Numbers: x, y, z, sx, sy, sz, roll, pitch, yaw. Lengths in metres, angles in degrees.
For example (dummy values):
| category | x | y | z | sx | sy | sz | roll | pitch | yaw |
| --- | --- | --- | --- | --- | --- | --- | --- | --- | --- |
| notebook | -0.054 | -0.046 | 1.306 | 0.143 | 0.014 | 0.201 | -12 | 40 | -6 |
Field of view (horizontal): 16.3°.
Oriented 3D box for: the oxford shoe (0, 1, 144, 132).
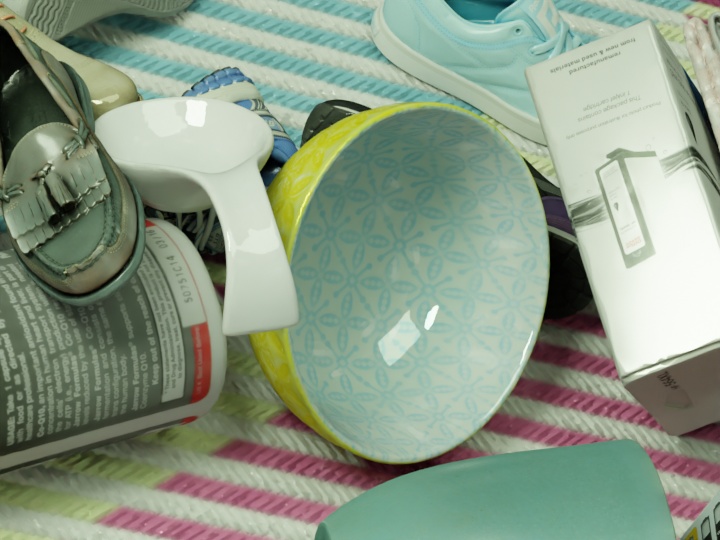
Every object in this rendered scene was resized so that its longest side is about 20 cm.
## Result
| category | x | y | z | sx | sy | sz | roll | pitch | yaw |
| --- | --- | --- | --- | --- | --- | --- | --- | --- | --- |
| oxford shoe | -0.214 | -0.122 | 1.412 | 0.200 | 0.074 | 0.071 | 14 | 37 | 16 |

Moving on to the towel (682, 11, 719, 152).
| category | x | y | z | sx | sy | sz | roll | pitch | yaw |
| --- | --- | --- | --- | --- | --- | --- | --- | --- | --- |
| towel | 0.247 | -0.030 | 1.517 | 0.032 | 0.191 | 0.200 | -18 | 56 | 10 |

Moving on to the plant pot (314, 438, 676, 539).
| category | x | y | z | sx | sy | sz | roll | pitch | yaw |
| --- | --- | --- | --- | --- | --- | --- | --- | --- | --- |
| plant pot | 0.059 | 0.185 | 1.258 | 0.161 | 0.201 | 0.201 | 0 | 54 | -9 |

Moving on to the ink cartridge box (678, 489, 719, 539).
| category | x | y | z | sx | sy | sz | roll | pitch | yaw |
| --- | --- | --- | --- | --- | --- | --- | --- | --- | --- |
| ink cartridge box | 0.211 | 0.177 | 1.316 | 0.084 | 0.200 | 0.176 | 6 | 53 | -17 |

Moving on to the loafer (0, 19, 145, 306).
| category | x | y | z | sx | sy | sz | roll | pitch | yaw |
| --- | --- | --- | --- | --- | --- | --- | --- | --- | --- |
| loafer | -0.165 | -0.058 | 1.290 | 0.072 | 0.063 | 0.200 | -33 | 39 | 5 |

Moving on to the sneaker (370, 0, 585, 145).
| category | x | y | z | sx | sy | sz | roll | pitch | yaw |
| --- | --- | --- | --- | --- | --- | --- | --- | --- | --- |
| sneaker | 0.108 | -0.139 | 1.594 | 0.200 | 0.082 | 0.074 | 20 | 50 | -7 |

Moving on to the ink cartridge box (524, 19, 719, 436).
| category | x | y | z | sx | sy | sz | roll | pitch | yaw |
| --- | --- | --- | --- | --- | --- | --- | --- | --- | --- |
| ink cartridge box | 0.176 | -0.021 | 1.463 | 0.084 | 0.146 | 0.200 | -21 | 69 | 13 |

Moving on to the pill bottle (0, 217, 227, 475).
| category | x | y | z | sx | sy | sz | roll | pitch | yaw |
| --- | --- | --- | --- | --- | --- | --- | --- | --- | --- |
| pill bottle | -0.181 | 0.046 | 1.311 | 0.200 | 0.114 | 0.114 | -14 | 61 | -31 |

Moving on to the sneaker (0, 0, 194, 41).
| category | x | y | z | sx | sy | sz | roll | pitch | yaw |
| --- | --- | --- | --- | --- | --- | --- | --- | --- | --- |
| sneaker | -0.177 | -0.199 | 1.531 | 0.118 | 0.074 | 0.200 | 29 | 32 | 28 |

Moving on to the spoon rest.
| category | x | y | z | sx | sy | sz | roll | pitch | yaw |
| --- | --- | --- | --- | --- | --- | --- | --- | --- | --- |
| spoon rest | -0.079 | -0.045 | 1.311 | 0.099 | 0.061 | 0.200 | -9 | 35 | -19 |

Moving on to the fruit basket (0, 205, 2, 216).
| category | x | y | z | sx | sy | sz | roll | pitch | yaw |
| --- | --- | --- | --- | --- | --- | --- | --- | --- | --- |
| fruit basket | -0.307 | -0.067 | 1.345 | 0.200 | 0.094 | 0.185 | 39 | 31 | 19 |

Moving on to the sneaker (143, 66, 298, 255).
| category | x | y | z | sx | sy | sz | roll | pitch | yaw |
| --- | --- | --- | --- | --- | --- | --- | --- | --- | --- |
| sneaker | -0.105 | -0.043 | 1.439 | 0.085 | 0.077 | 0.200 | 44 | 51 | 8 |

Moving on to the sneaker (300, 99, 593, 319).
| category | x | y | z | sx | sy | sz | roll | pitch | yaw |
| --- | --- | --- | --- | --- | --- | --- | --- | --- | --- |
| sneaker | 0.055 | -0.048 | 1.519 | 0.200 | 0.076 | 0.088 | 31 | 34 | -10 |

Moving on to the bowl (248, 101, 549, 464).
| category | x | y | z | sx | sy | sz | roll | pitch | yaw |
| --- | --- | --- | --- | --- | --- | --- | --- | --- | --- |
| bowl | 0.000 | 0.000 | 1.411 | 0.200 | 0.200 | 0.108 | -26 | 25 | -35 |
